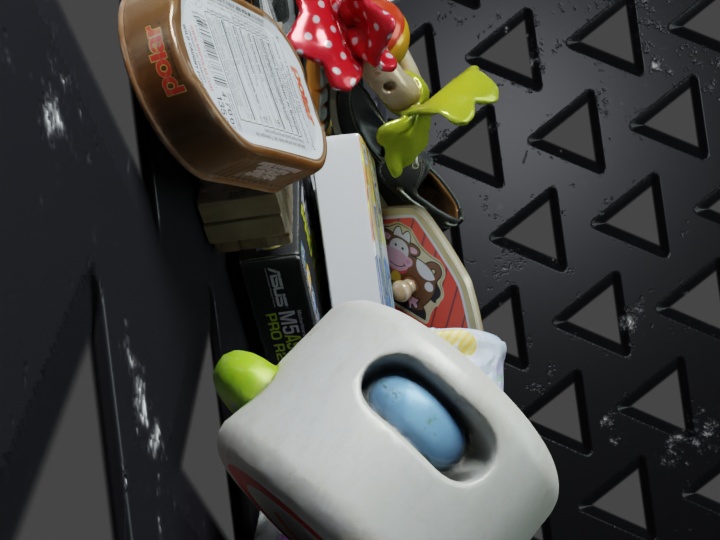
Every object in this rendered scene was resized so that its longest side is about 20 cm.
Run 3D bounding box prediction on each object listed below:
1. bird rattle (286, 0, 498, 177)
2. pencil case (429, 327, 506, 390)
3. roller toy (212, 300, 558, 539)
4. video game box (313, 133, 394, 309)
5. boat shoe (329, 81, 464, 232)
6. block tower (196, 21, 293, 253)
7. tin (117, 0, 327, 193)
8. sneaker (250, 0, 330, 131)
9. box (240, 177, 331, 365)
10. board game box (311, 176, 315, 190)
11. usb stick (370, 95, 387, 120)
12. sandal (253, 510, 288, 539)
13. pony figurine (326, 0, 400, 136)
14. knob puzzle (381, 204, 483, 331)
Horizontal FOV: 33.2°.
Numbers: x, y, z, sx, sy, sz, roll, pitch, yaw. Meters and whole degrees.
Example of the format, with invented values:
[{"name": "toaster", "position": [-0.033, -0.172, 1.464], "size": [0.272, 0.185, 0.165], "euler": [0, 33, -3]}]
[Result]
[{"name": "bird rattle", "position": [0.006, -0.175, 0.975], "size": [0.200, 0.113, 0.164], "euler": [33, 25, -38]}, {"name": "pencil case", "position": [0.073, 0.145, 0.956], "size": [0.091, 0.083, 0.201], "euler": [22, 66, -57]}, {"name": "roller toy", "position": [0.021, 0.116, 0.722], "size": [0.182, 0.140, 0.200], "euler": [24, -26, 50]}, {"name": "video game box", "position": [0.000, 0.000, 0.983], "size": [0.182, 0.046, 0.201], "euler": [21, 62, -88]}, {"name": "boat shoe", "position": [0.033, -0.105, 1.115], "size": [0.200, 0.067, 0.072], "euler": [54, 36, -39]}, {"name": "block tower", "position": [-0.077, -0.095, 0.846], "size": [0.201, 0.057, 0.054], "euler": [-90, 172, -47]}, {"name": "tin", "position": [-0.072, -0.105, 0.698], "size": [0.200, 0.042, 0.113], "euler": [0, 74, -72]}, {"name": "sneaker", "position": [-0.066, -0.181, 1.043], "size": [0.078, 0.077, 0.201], "euler": [-77, 165, -76]}, {"name": "box", "position": [-0.051, 0.016, 0.956], "size": [0.161, 0.044, 0.201], "euler": [-92, 173, -51]}, {"name": "board game box", "position": [-0.048, -0.106, 1.376], "size": [0.200, 0.034, 0.127], "euler": [72, 12, -68]}, {"name": "usb stick", "position": [0.005, -0.077, 1.182], "size": [0.055, 0.032, 0.201], "euler": [-32, -131, 50]}, {"name": "sandal", "position": [-0.041, 0.185, 0.853], "size": [0.203, 0.049, 0.083], "euler": [-86, 168, -70]}, {"name": "pony figurine", "position": [-0.035, -0.237, 1.169], "size": [0.193, 0.165, 0.201], "euler": [-74, 173, -72]}, {"name": "knob puzzle", "position": [0.026, 0.032, 1.099], "size": [0.030, 0.219, 0.221], "euler": [-28, 116, -46]}]
